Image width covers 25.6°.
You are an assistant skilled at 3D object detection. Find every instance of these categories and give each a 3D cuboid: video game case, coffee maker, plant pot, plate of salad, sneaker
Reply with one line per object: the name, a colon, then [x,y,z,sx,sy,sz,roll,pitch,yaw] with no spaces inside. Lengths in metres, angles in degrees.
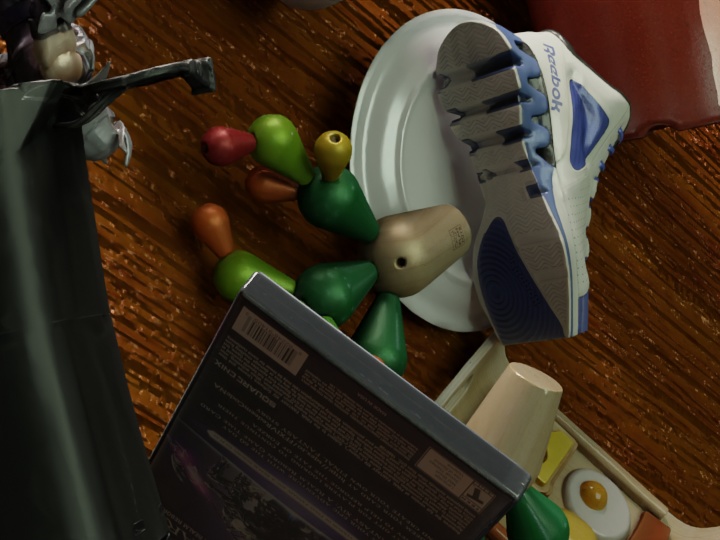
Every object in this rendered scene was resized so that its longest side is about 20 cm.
video game case: [-0.024,0.101,0.721,0.142,0.200,0.019,36,50,3]
coffee maker: [-0.143,0.033,0.652,0.134,0.191,0.202,-13,89,-63]
plant pot: [0.194,-0.192,1.073,0.200,0.200,0.197,-16,97,-46]
plate of salad: [0.059,-0.062,0.998,0.199,0.048,0.202,1,88,-43]
sneaker: [0.123,-0.061,0.971,0.115,0.080,0.201,-17,98,-40]

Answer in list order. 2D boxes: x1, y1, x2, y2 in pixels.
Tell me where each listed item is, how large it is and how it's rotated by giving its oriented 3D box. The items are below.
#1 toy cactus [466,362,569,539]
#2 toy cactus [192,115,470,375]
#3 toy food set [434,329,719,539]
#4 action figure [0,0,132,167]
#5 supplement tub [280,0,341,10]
toy cactus: [0.057,0.126,0.837,0.199,0.102,0.166,20,103,-20]
toy cactus: [0.000,0.000,0.867,0.164,0.102,0.201,-27,94,-39]
toy food set: [0.126,0.136,0.956,0.200,0.060,0.144,43,46,2]
action figure: [-0.165,-0.134,0.745,0.069,0.130,0.201,-37,96,-35]
supplement tub: [-0.049,-0.261,0.878,0.200,0.144,0.146,45,50,-26]
